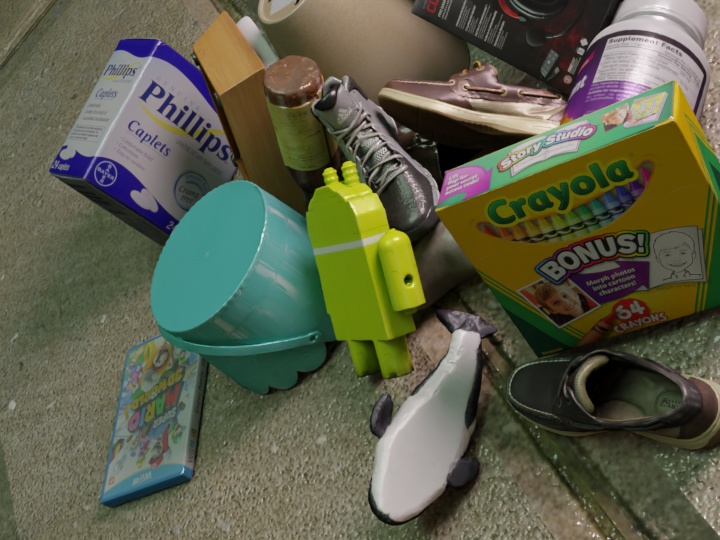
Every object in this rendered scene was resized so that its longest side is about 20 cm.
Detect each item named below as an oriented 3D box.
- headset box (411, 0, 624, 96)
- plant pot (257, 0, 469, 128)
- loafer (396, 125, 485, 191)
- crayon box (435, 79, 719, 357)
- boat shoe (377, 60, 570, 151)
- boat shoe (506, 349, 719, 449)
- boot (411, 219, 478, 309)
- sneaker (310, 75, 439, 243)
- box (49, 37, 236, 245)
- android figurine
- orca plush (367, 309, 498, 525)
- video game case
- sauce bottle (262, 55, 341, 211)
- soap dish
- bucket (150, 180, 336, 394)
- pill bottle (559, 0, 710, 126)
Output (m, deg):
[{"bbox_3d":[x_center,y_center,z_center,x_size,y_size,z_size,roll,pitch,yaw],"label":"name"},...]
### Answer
[{"bbox_3d":[0.148,-0.280,1.051,0.075,0.198,0.150,-40,-23,-54],"label":"headset box"},{"bbox_3d":[-0.013,-0.246,1.224,0.185,0.199,0.190,-26,47,31],"label":"plant pot"},{"bbox_3d":[0.065,-0.112,1.146,0.199,0.073,0.072,-41,39,18],"label":"loafer"},{"bbox_3d":[0.185,-0.031,0.869,0.198,0.173,0.059,-20,35,31],"label":"crayon box"},{"bbox_3d":[0.116,-0.160,1.075,0.196,0.072,0.073,13,75,16],"label":"boat shoe"},{"bbox_3d":[0.188,0.091,0.877,0.198,0.064,0.074,-2,63,47],"label":"boat shoe"},{"bbox_3d":[0.122,-0.010,1.024,0.200,0.067,0.131,-44,44,15],"label":"boot"},{"bbox_3d":[0.001,-0.115,1.068,0.075,0.115,0.201,-38,44,10],"label":"sneaker"},{"bbox_3d":[-0.258,-0.160,1.430,0.104,0.183,0.203,10,71,50],"label":"box"},{"bbox_3d":[0.000,0.000,1.059,0.181,0.040,0.204,-12,93,66],"label":"android figurine"},{"bbox_3d":[0.052,0.131,0.990,0.071,0.103,0.203,133,151,-64],"label":"orca plush"},{"bbox_3d":[-0.236,0.162,1.307,0.142,0.018,0.203,-23,48,33],"label":"video game case"},{"bbox_3d":[-0.056,-0.132,1.191,0.065,0.202,0.067,-5,48,5],"label":"sauce bottle"},{"bbox_3d":[-0.119,-0.173,1.283,0.080,0.202,0.158,-24,40,-7],"label":"soap dish"},{"bbox_3d":[-0.118,0.016,1.196,0.205,0.134,0.210,-28,44,31],"label":"bucket"},{"bbox_3d":[0.232,-0.138,0.952,0.110,0.111,0.202,-6,50,43],"label":"pill bottle"}]
